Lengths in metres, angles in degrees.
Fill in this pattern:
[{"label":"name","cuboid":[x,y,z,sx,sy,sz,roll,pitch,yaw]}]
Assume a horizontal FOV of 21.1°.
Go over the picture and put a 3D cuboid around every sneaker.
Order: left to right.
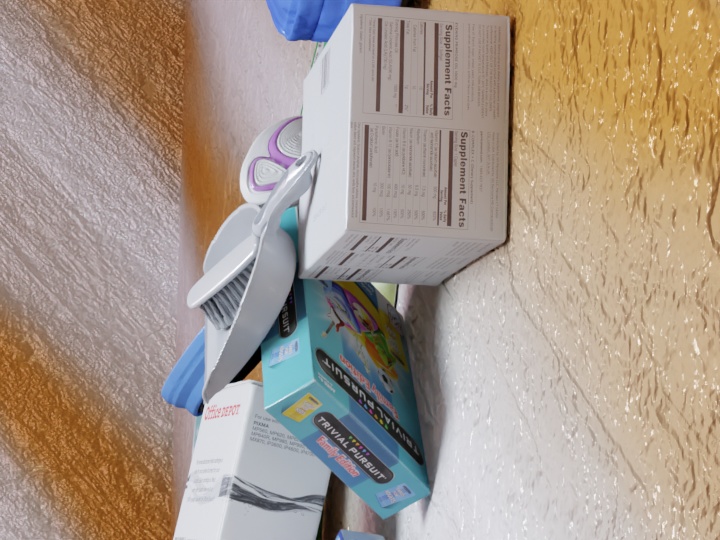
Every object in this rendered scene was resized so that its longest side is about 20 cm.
[{"label":"sneaker","cuboid":[-0.022,-0.082,1.518,0.200,0.075,0.100,-33,-27,-42]}]

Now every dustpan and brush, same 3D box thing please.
[{"label":"dustpan and brush","cuboid":[-0.077,-0.013,1.410,0.200,0.057,0.140,-43,33,30]}]

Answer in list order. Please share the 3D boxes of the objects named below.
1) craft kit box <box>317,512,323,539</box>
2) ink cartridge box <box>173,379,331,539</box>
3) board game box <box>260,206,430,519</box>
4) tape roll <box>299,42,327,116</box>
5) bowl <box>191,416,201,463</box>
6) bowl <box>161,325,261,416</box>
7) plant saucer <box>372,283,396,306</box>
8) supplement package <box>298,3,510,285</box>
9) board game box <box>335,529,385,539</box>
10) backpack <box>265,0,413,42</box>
[{"label":"craft kit box","cuboid":[-0.082,0.210,1.816,0.200,0.048,0.198,17,-102,-73]},{"label":"ink cartridge box","cuboid":[-0.091,0.197,1.560,0.144,0.084,0.200,161,123,-70]},{"label":"board game box","cuboid":[-0.016,0.067,1.470,0.151,0.047,0.200,46,-158,-35]},{"label":"tape roll","cuboid":[-0.025,-0.153,1.775,0.200,0.048,0.201,-168,90,-85]},{"label":"bowl","cuboid":[-0.126,0.214,2.121,0.201,0.105,0.201,-175,90,-80]},{"label":"bowl","cuboid":[-0.101,0.052,1.764,0.201,0.039,0.201,-48,-6,-7]},{"label":"plant saucer","cuboid":[0.000,0.000,1.707,0.200,0.031,0.200,-176,90,-79]},{"label":"supplement package","cuboid":[0.027,-0.082,1.353,0.200,0.111,0.156,142,131,-76]},{"label":"board game box","cuboid":[-0.015,0.333,1.438,0.200,0.041,0.200,-112,40,-54]},{"label":"backpack","cuboid":[-0.030,-0.288,1.616,0.163,0.168,0.200,108,160,-77]}]
